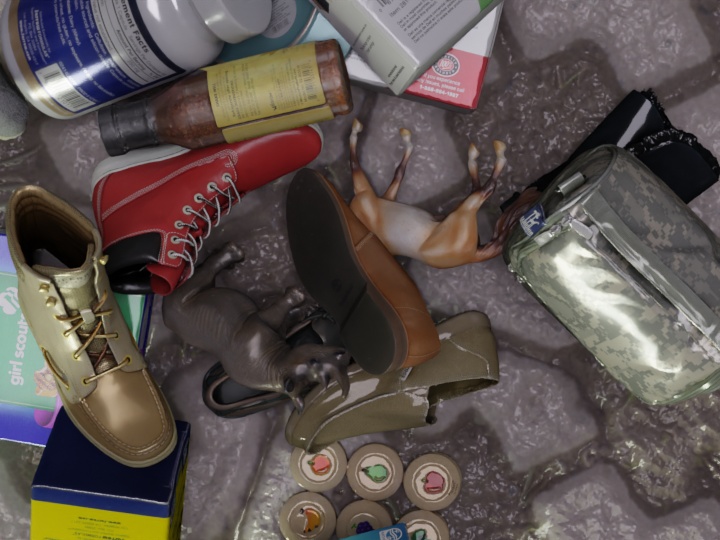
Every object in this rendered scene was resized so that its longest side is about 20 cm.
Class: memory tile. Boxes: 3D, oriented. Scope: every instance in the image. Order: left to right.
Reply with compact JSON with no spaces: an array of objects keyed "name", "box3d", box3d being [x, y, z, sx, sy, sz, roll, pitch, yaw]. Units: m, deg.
[{"name":"memory tile","box3d":[-0.001,0.247,1.440,0.153,0.017,0.201,10,92,-1]}]

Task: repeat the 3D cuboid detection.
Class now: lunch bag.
[{"name":"lunch bag","box3d":[0.213,0.002,1.282,0.200,0.168,0.139,45,88,-4]}]

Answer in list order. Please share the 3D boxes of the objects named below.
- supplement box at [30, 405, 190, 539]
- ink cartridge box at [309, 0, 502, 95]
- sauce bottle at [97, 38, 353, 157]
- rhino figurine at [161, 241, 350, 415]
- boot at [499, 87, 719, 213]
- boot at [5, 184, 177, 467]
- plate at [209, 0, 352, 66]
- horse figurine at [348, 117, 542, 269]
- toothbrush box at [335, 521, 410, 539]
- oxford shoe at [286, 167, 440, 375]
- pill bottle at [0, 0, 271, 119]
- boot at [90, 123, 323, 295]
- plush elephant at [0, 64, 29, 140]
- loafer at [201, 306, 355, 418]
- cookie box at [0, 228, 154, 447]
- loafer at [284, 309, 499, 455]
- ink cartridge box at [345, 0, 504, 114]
[{"name":"supplement box","box3d":[-0.203,0.225,1.351,0.109,0.109,0.200,8,121,-1]},{"name":"ink cartridge box","box3d":[0.018,-0.262,1.294,0.145,0.084,0.200,-43,90,-14]},{"name":"sauce bottle","box3d":[-0.107,-0.133,1.317,0.199,0.066,0.066,-11,92,4]},{"name":"rhino figurine","box3d":[-0.082,0.052,1.363,0.200,0.060,0.087,34,67,30]},{"name":"boot","box3d":[0.239,-0.033,1.403,0.168,0.076,0.200,-38,86,4]},{"name":"boot","box3d":[-0.205,0.043,1.263,0.073,0.156,0.200,-26,68,-18]},{"name":"plate","box3d":[-0.084,-0.230,1.373,0.200,0.026,0.201,-4,82,29]},{"name":"horse figurine","box3d":[0.052,-0.049,1.389,0.199,0.050,0.133,11,86,19]},{"name":"toothbrush box","box3d":[-0.038,0.306,1.360,0.199,0.085,0.147,-16,127,-1]},{"name":"oxford shoe","box3d":[0.000,0.000,1.360,0.071,0.071,0.200,-51,56,39]},{"name":"pill bottle","box3d":[-0.179,-0.203,1.343,0.200,0.116,0.116,-16,92,25]},{"name":"boot","box3d":[-0.117,-0.049,1.342,0.199,0.145,0.073,-19,135,5]},{"name":"plush elephant","box3d":[-0.386,-0.159,1.346,0.155,0.200,0.165,-42,125,5]},{"name":"loafer","box3d":[-0.041,0.073,1.410,0.200,0.063,0.072,-27,91,0]},{"name":"cookie box","box3d":[-0.282,0.055,1.401,0.199,0.075,0.172,9,91,-1]},{"name":"loafer","box3d":[0.030,0.104,1.400,0.200,0.076,0.068,-30,68,0]},{"name":"ink cartridge box","box3d":[0.050,-0.245,1.392,0.144,0.084,0.201,14,93,0]}]
